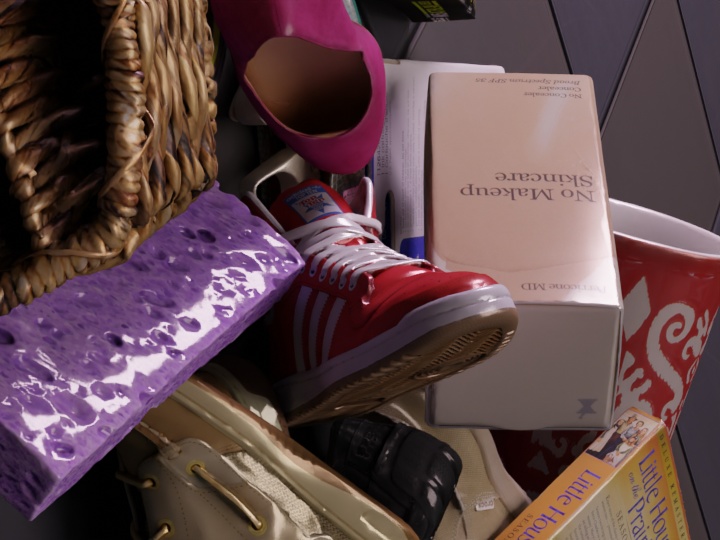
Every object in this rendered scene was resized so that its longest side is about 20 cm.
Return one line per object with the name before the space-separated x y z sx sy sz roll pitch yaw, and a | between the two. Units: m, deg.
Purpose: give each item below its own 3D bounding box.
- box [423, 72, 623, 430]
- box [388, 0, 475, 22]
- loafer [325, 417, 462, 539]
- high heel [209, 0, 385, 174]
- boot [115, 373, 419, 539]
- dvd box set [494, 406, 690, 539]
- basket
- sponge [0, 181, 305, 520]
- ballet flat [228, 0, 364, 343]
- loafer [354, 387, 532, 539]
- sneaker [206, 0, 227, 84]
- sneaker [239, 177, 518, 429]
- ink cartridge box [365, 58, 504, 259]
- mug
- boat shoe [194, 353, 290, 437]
box | 0.077 -0.014 0.964 0.201 0.094 0.078 -90 -179 -53
box | 0.036 -0.243 1.051 0.193 0.047 0.202 -43 131 -84
loafer | -0.006 0.145 0.956 0.068 0.070 0.202 -56 168 -45
high heel | -0.025 -0.077 0.815 0.200 0.067 0.097 62 15 -54
boot | -0.090 0.125 0.814 0.199 0.073 0.156 36 83 -22
dvd box set | 0.105 0.189 1.041 0.200 0.029 0.147 -41 133 -25
basket | -0.143 -0.084 0.617 0.149 0.142 0.202 -36 110 -59
sponge | -0.111 0.007 0.758 0.030 0.111 0.200 -55 173 33
ballet flat | -0.032 -0.057 0.965 0.071 0.069 0.202 -10 99 -43
loafer | 0.034 0.111 0.997 0.200 0.075 0.069 50 62 -38
sneaker | -0.091 -0.158 0.853 0.081 0.073 0.202 67 25 -78
sneaker | 0.000 0.000 0.851 0.071 0.200 0.114 -6 79 -26
ink cartridge box | 0.032 -0.021 1.105 0.199 0.047 0.200 -7 98 -61
mug | 0.110 0.061 1.120 0.134 0.176 0.202 -120 -137 -73
boat shoe | -0.064 0.143 0.901 0.076 0.071 0.202 -27 110 -35
